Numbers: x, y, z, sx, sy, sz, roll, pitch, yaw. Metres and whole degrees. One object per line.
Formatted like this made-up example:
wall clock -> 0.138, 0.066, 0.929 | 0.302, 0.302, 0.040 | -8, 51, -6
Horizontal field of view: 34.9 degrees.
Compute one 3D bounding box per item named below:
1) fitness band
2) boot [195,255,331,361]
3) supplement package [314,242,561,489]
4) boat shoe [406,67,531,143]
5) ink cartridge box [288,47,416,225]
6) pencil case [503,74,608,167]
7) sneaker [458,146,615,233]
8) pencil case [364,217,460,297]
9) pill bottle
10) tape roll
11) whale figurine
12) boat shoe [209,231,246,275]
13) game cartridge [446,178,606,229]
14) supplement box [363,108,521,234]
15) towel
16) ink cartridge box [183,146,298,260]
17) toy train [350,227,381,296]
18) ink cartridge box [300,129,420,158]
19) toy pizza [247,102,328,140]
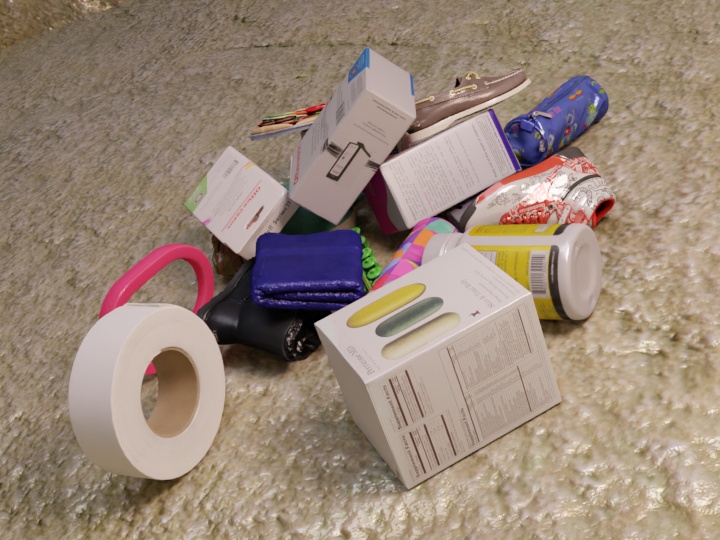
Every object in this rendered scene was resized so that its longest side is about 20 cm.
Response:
fitness band -> -0.273, 0.051, 1.565 | 0.037, 0.144, 0.200 | 5, 38, 40
boot -> -0.106, 0.050, 1.534 | 0.167, 0.077, 0.200 | 7, 31, 29
supplement package -> 0.084, 0.099, 1.250 | 0.199, 0.151, 0.152 | -28, 31, -12
boat shoe -> 0.147, -0.248, 1.634 | 0.199, 0.060, 0.072 | -26, 4, -5
ink cartridge box -> -0.013, -0.186, 1.593 | 0.200, 0.084, 0.146 | -52, 20, 28
pencil case -> 0.290, -0.225, 1.699 | 0.078, 0.087, 0.200 | 33, 47, 25
sneaker -> 0.235, -0.076, 1.495 | 0.200, 0.067, 0.108 | -29, 62, -12
pencil case -> 0.067, 0.017, 1.472 | 0.088, 0.089, 0.200 | 0, 38, 32
pill bottle -> 0.181, 0.001, 1.390 | 0.199, 0.115, 0.114 | 1, 36, 33
tape roll -> -0.246, 0.141, 1.343 | 0.070, 0.203, 0.203 | -1, 35, 33
whale figurine -> -0.072, -0.109, 1.742 | 0.158, 0.104, 0.200 | -13, 29, 15
boat shoe -> -0.204, -0.061, 1.779 | 0.068, 0.072, 0.200 | -18, 29, 2
game cartridge -> 0.232, -0.091, 1.593 | 0.199, 0.039, 0.130 | -25, 34, -6
supplement box -> 0.111, -0.140, 1.641 | 0.199, 0.104, 0.101 | -29, 7, -20
towel -> -0.068, 0.002, 1.500 | 0.146, 0.050, 0.200 | -3, 21, 0
ink cartridge box -> -0.165, -0.089, 1.659 | 0.117, 0.067, 0.200 | -52, 38, 1
toy train -> 0.000, 0.000, 1.585 | 0.056, 0.042, 0.200 | -31, 30, 3
ink cartridge box -> 0.016, -0.212, 1.821 | 0.164, 0.076, 0.200 | -8, 9, 20
toy pizza -> -0.079, -0.237, 1.767 | 0.199, 0.032, 0.200 | -13, 9, 2
